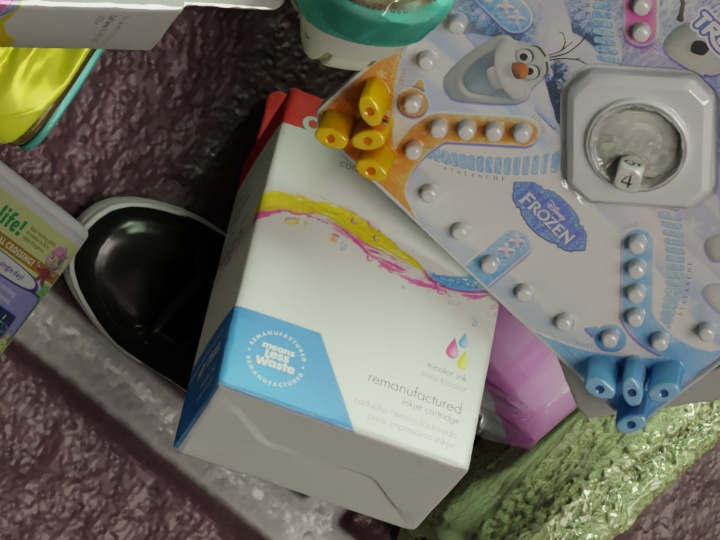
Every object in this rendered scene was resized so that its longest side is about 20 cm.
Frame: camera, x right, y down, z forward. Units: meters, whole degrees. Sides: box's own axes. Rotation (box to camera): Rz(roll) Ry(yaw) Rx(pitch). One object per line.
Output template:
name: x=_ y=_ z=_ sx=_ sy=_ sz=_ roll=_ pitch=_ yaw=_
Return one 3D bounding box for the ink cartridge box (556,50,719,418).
ink cartridge box: x=0.122 y=-0.043 z=1.221 sx=0.068 sy=0.115 sz=0.200 roll=-51 pitch=125 yaw=-54

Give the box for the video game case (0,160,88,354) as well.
video game case: x=-0.219 y=0.015 z=1.161 sx=0.182 sy=0.022 sz=0.200 roll=-54 pitch=146 yaw=-4

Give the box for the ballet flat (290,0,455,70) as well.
ballet flat: x=-0.002 y=-0.123 z=1.158 sx=0.067 sy=0.200 sz=0.070 roll=5 pitch=118 yaw=-13

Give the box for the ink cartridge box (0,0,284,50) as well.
ink cartridge box: x=-0.136 y=-0.152 z=1.136 sx=0.200 sy=0.067 sz=0.117 roll=1 pitch=78 yaw=-17

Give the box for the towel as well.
towel: x=0.113 y=0.081 z=1.367 sx=0.200 sy=0.148 sz=0.037 roll=-39 pitch=108 yaw=-17

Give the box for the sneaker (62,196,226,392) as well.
sneaker: x=-0.039 y=0.040 z=1.276 sx=0.200 sy=0.112 sz=0.073 roll=41 pitch=80 yaw=-34

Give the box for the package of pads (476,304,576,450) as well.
package of pads: x=0.107 y=-0.021 z=1.374 sx=0.200 sy=0.076 sz=0.121 roll=-41 pitch=120 yaw=-17

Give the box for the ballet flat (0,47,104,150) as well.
ballet flat: x=-0.112 y=-0.144 z=1.209 sx=0.067 sy=0.067 sz=0.200 roll=40 pitch=82 yaw=-20

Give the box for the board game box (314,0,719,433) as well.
board game box: x=0.114 y=-0.051 z=1.152 sx=0.200 sy=0.026 sz=0.200 roll=43 pitch=119 yaw=-12

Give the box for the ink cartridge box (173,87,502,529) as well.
ink cartridge box: x=0.000 y=0.000 z=1.237 sx=0.116 sy=0.067 sz=0.200 roll=19 pitch=55 yaw=-11
